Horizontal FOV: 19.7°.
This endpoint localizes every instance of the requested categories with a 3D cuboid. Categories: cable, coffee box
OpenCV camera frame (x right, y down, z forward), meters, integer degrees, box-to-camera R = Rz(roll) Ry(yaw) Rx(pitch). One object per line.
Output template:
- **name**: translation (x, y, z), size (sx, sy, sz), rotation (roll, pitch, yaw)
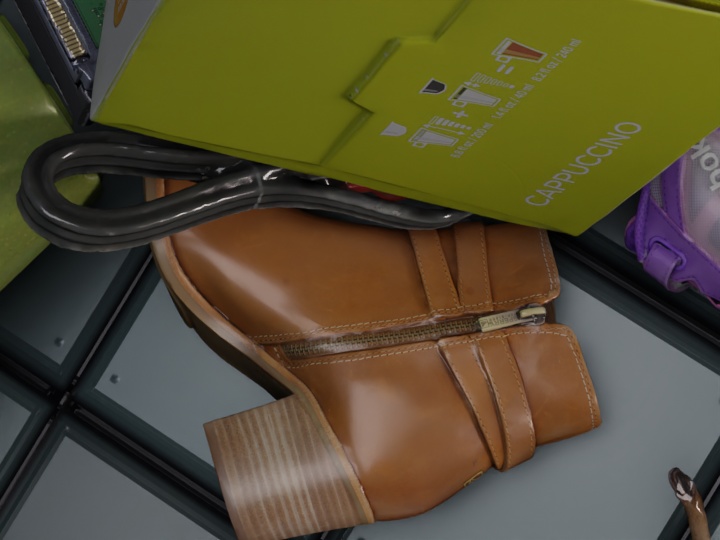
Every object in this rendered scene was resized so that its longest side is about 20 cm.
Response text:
- **cable**: translation (-0.031, -0.034, 0.791), size (0.199, 0.050, 0.098), rotation (-26, 74, -25)
- **coffee box**: translation (0.035, -0.151, 0.715), size (0.198, 0.200, 0.200), rotation (13, 67, -17)

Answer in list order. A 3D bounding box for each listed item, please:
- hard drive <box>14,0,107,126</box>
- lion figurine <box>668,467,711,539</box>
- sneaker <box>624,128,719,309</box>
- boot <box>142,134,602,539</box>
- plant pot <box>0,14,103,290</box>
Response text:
- **hard drive**: translation (-0.051, -0.154, 0.819), size (0.199, 0.038, 0.141), rotation (-25, 81, -25)
- **lion figurine**: translation (0.199, 0.150, 0.774), size (0.199, 0.123, 0.073), rotation (35, 73, 26)
- **sneaker**: translation (0.152, -0.009, 0.802), size (0.088, 0.080, 0.202), rotation (-26, 76, 12)
- **boot**: translation (0.000, 0.000, 0.831), size (0.153, 0.074, 0.202), rotation (-18, 79, -2)
- **plant pot**: translation (-0.209, -0.029, 0.813), size (0.189, 0.200, 0.201), rotation (-34, 80, -8)
